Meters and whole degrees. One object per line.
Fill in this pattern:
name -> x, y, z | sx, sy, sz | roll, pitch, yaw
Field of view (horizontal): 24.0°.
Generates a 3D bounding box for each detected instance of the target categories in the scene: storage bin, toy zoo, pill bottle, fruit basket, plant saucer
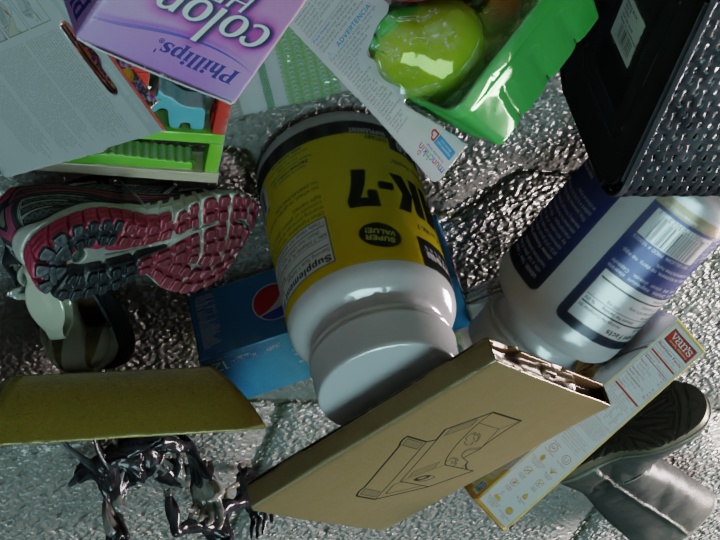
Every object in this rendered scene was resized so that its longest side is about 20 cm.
storage bin -> 0.209, -0.154, 1.068 | 0.093, 0.135, 0.200 | 0, 139, -18
toy zoo -> -0.140, -0.130, 1.043 | 0.131, 0.021, 0.200 | 4, 142, -12
pill bottle -> 0.000, 0.000, 1.137 | 0.114, 0.200, 0.114 | -9, 142, -7
fruit basket -> 0.044, -0.178, 1.002 | 0.200, 0.094, 0.185 | 42, 82, -34
pill bottle -> 0.171, -0.004, 1.230 | 0.111, 0.111, 0.200 | 23, 116, -38
plant saucer -> -0.186, 0.098, 1.234 | 0.199, 0.049, 0.200 | -3, 176, -16

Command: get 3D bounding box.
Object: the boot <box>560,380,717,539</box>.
boot -> 0.277, 0.185, 1.553 | 0.182, 0.073, 0.200 | -22, 136, 31

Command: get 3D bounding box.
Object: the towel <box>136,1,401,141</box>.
towel -> -0.063, -0.150, 1.072 | 0.199, 0.031, 0.149 | -15, 141, 0

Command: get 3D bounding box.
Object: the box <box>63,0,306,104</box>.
box -> -0.070, -0.221, 0.843 | 0.097, 0.176, 0.200 | 19, 120, -35

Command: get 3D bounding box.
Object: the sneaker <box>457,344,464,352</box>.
sneaker -> 0.070, 0.080, 1.267 | 0.075, 0.089, 0.200 | -17, -175, 34

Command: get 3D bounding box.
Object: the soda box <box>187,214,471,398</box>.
soda box -> -0.023, 0.031, 1.275 | 0.199, 0.064, 0.068 | -18, 143, 4

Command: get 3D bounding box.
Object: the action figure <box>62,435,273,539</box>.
action figure -> -0.158, 0.190, 1.398 | 0.119, 0.102, 0.200 | -34, 141, 25

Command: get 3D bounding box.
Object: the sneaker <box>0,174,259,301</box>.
sneaker -> -0.150, -0.035, 1.142 | 0.200, 0.075, 0.081 | -2, 126, -48

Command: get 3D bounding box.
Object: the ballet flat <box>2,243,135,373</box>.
ballet flat -> -0.211, 0.031, 1.212 | 0.073, 0.073, 0.200 | -14, 142, -1

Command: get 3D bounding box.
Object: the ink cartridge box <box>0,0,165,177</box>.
ink cartridge box -> -0.174, -0.118, 0.945 | 0.200, 0.050, 0.109 | -7, 124, 53

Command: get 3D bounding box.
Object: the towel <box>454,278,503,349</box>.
towel -> 0.090, 0.060, 1.371 | 0.199, 0.031, 0.149 | -19, 143, 1

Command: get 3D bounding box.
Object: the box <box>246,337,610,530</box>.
box -> 0.047, 0.114, 1.120 | 0.200, 0.021, 0.163 | -33, 150, 23

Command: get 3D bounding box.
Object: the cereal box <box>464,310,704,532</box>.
cereal box -> 0.159, 0.105, 1.290 | 0.200, 0.144, 0.040 | -42, 97, -1
